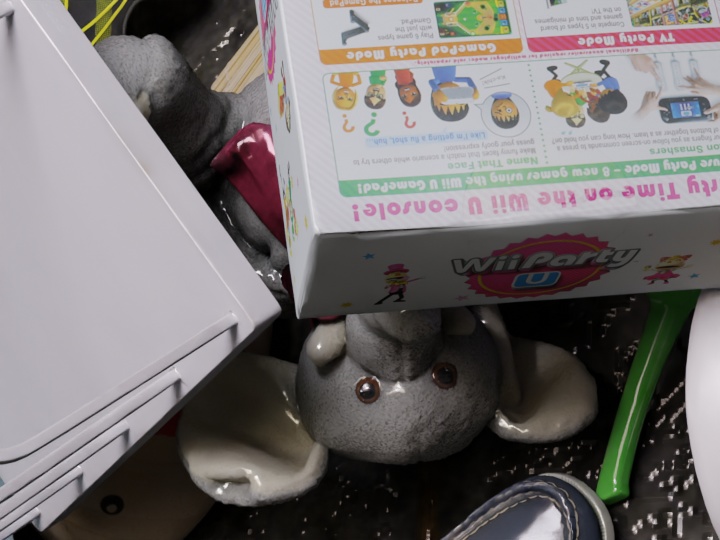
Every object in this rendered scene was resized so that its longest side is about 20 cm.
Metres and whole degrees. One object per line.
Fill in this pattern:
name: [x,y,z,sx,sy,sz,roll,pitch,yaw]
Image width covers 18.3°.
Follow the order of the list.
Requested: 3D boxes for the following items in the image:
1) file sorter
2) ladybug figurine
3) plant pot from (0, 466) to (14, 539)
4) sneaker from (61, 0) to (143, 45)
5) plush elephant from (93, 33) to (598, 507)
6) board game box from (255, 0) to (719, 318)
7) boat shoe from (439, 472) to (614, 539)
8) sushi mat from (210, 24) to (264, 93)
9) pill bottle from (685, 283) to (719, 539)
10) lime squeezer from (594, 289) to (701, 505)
file sorter: [-0.149,0.024,0.752,0.139,0.124,0.200,53,142,5]
ladybug figurine: [-0.104,0.020,0.920,0.135,0.072,0.201,-11,66,28]
plant pot: [-0.274,0.084,0.885,0.196,0.199,0.196,-35,54,44]
sneaker: [-0.140,-0.084,0.981,0.200,0.084,0.075,-60,10,21]
plush elephant: [0.000,0.000,0.795,0.164,0.200,0.155,-21,60,-9]
board game box: [0.040,-0.092,0.702,0.147,0.064,0.201,-4,65,-10]
boat shoe: [0.013,0.153,0.803,0.200,0.062,0.075,-48,54,7]
sushi mat: [-0.015,-0.108,0.854,0.200,0.012,0.096,-51,20,37]
pill bottle: [0.213,0.037,0.693,0.199,0.114,0.115,-8,68,29]
lime squeezer: [0.104,-0.018,0.838,0.071,0.038,0.201,-42,49,51]
